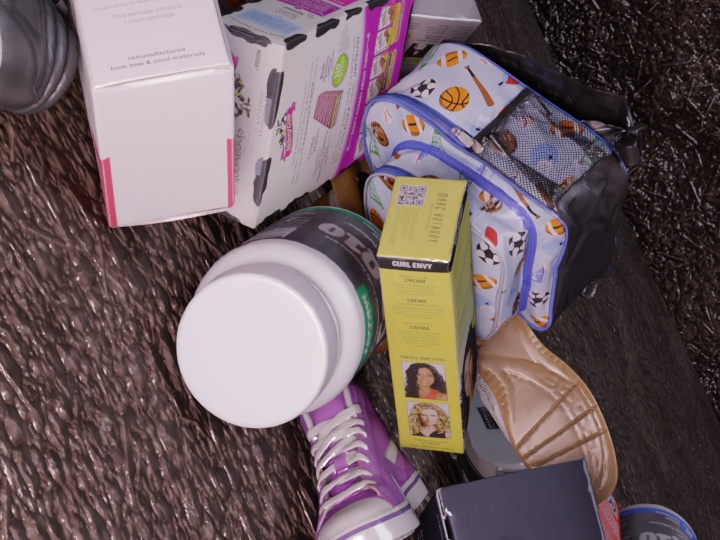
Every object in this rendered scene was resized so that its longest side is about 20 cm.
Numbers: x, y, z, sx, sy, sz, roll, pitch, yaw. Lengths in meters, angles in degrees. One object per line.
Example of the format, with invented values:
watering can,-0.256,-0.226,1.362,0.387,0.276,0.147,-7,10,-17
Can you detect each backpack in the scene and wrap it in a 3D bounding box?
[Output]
backpack,0.085,-0.060,1.241,0.191,0.154,0.200,46,-26,23

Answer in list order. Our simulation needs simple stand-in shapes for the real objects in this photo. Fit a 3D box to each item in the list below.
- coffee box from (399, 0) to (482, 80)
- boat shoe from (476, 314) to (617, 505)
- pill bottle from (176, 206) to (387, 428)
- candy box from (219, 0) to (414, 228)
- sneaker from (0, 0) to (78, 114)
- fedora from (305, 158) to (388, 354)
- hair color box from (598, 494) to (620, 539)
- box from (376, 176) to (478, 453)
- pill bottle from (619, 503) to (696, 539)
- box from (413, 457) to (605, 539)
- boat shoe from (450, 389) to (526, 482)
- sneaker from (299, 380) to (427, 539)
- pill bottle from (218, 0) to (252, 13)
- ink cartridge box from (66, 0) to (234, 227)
coffee box,-0.001,-0.190,1.392,0.079,0.200,0.114,-2,62,-34
boat shoe,0.128,0.091,1.315,0.201,0.071,0.069,58,-1,14
pill bottle,-0.044,0.029,1.115,0.114,0.113,0.200,64,16,-6
candy box,-0.039,-0.129,1.222,0.200,0.061,0.137,-37,144,-56
sneaker,-0.210,-0.173,0.954,0.099,0.070,0.201,30,45,-67
fedora,0.000,0.000,1.350,0.201,0.081,0.201,55,18,-28
hair color box,0.159,0.248,1.459,0.064,0.110,0.200,61,16,-18
box,0.048,0.033,1.160,0.201,0.050,0.076,81,17,-48
pill bottle,0.291,0.332,1.758,0.114,0.113,0.200,61,17,-16
box,0.107,0.222,1.189,0.200,0.104,0.149,105,-27,-75
boat shoe,0.105,0.146,1.528,0.200,0.070,0.064,-102,-164,-64
sneaker,-0.014,0.131,1.159,0.115,0.072,0.200,62,6,-2
pill bottle,-0.043,-0.296,1.414,0.114,0.199,0.114,56,19,-31
ink cartridge box,-0.132,-0.151,1.045,0.147,0.082,0.201,95,-18,-59
